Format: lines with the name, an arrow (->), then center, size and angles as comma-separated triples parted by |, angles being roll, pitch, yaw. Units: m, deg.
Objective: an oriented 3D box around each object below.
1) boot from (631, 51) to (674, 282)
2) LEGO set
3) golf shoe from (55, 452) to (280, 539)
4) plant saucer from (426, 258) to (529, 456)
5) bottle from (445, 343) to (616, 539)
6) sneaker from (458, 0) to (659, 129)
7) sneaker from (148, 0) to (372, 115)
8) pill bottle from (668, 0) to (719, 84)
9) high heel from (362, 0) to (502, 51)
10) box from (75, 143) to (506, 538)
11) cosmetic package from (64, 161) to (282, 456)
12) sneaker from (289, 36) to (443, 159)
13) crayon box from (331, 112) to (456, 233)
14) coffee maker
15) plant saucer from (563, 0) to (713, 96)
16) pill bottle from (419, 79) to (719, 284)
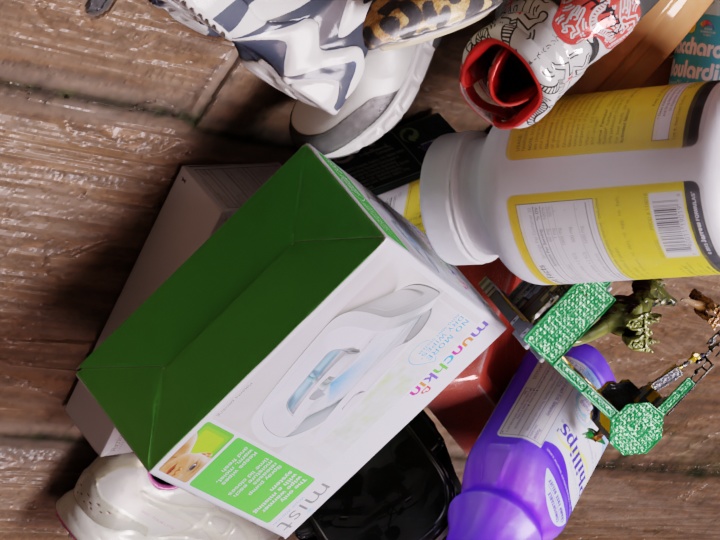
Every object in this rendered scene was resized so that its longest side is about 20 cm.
boot -> 0.219, -0.086, 1.794 | 0.155, 0.077, 0.200 | -39, 139, -12
LEGO set -> 0.174, 0.006, 1.622 | 0.154, 0.116, 0.200 | 32, 100, -23
golf shoe -> -0.110, 0.148, 1.722 | 0.200, 0.075, 0.092 | 1, 126, -48
plant saucer -> 0.111, 0.031, 1.745 | 0.200, 0.037, 0.201 | 52, 52, -58
bottle -> 0.106, 0.134, 1.648 | 0.200, 0.065, 0.084 | -56, 137, -42
sneaker -> 0.092, -0.127, 1.469 | 0.108, 0.067, 0.201 | -42, -174, -17
sneaker -> -0.050, -0.184, 1.389 | 0.199, 0.079, 0.130 | 33, 85, -36
pill bottle -> 0.263, -0.147, 1.673 | 0.111, 0.111, 0.201 | 6, 95, -49
high heel -> 0.041, -0.213, 1.391 | 0.200, 0.071, 0.143 | -41, 120, -43
box -> -0.040, 0.047, 1.554 | 0.200, 0.097, 0.176 | -44, 147, 6
cosmetic package -> -0.108, 0.026, 1.595 | 0.082, 0.051, 0.200 | -4, 132, -43
sneaker -> 0.014, -0.157, 1.500 | 0.080, 0.074, 0.200 | 26, 105, -42
crayon box -> 0.000, 0.000, 1.677 | 0.127, 0.051, 0.200 | -21, 142, -28
coffee maker -> 0.007, 0.171, 1.752 | 0.135, 0.192, 0.200 | -52, 147, -19
plant saucer -> 0.185, -0.168, 1.578 | 0.200, 0.037, 0.200 | -52, -176, 5
pill bottle -> 0.140, -0.049, 1.500 | 0.112, 0.199, 0.112 | 10, 79, -59
